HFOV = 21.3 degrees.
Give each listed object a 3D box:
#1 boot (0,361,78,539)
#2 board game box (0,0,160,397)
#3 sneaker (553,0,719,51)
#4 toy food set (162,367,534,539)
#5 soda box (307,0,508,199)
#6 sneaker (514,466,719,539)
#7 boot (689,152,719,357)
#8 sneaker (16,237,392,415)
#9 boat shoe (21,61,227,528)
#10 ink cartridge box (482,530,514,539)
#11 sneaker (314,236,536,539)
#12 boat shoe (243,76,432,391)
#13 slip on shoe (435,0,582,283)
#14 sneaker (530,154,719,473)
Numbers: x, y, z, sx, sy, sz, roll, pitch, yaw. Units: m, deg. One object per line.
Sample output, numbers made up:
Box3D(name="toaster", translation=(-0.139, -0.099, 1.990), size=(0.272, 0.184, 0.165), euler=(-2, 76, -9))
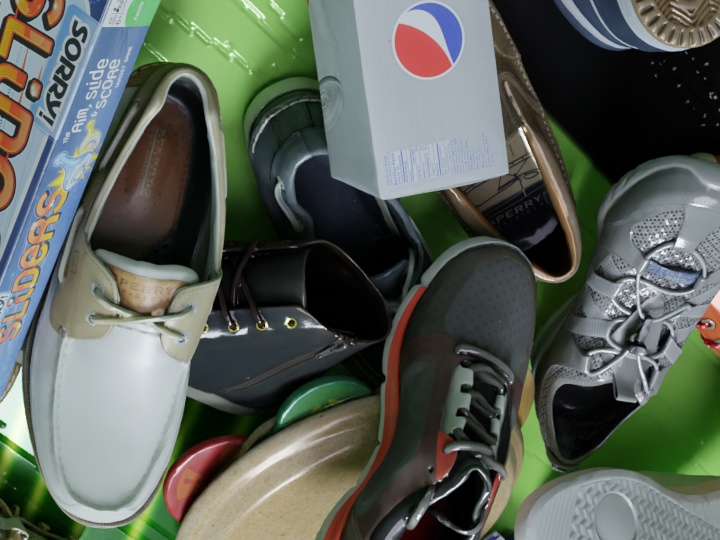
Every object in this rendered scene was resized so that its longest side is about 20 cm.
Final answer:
Box3D(name="boot", translation=(-0.185, 0.121, 0.950), size=(0.154, 0.072, 0.200), euler=(28, 113, -29))
Box3D(name="board game box", translation=(-0.173, -0.062, 0.811), size=(0.034, 0.135, 0.201), euler=(-11, 131, -56))
Box3D(name="sneaker", translation=(0.119, -0.196, 0.870), size=(0.069, 0.108, 0.202), euler=(-6, 91, -11))
Box3D(name="toy food set", translation=(-0.008, 0.115, 0.988), size=(0.196, 0.049, 0.201), euler=(-10, 144, -20))
Box3D(name="soda box", translation=(0.012, -0.137, 0.827), size=(0.063, 0.068, 0.202), euler=(-13, 106, -17))
Box3D(name="sneaker", translation=(0.123, 0.144, 1.020), size=(0.200, 0.118, 0.074), euler=(6, 78, -45))
Box3D(name="boot", translation=(0.203, 0.025, 1.024), size=(0.106, 0.075, 0.202), euler=(0, 114, -11))
Box3D(name="sneaker", translation=(-0.086, 0.005, 0.887), size=(0.199, 0.075, 0.106), euler=(17, 148, -36))
Box3D(name="boat shoe", translation=(-0.099, 0.008, 0.814), size=(0.074, 0.068, 0.202), euler=(8, 81, -16))
Box3D(name="ink cartridge box", translation=(0.087, 0.223, 1.118), size=(0.099, 0.039, 0.200), euler=(-36, 125, 6))
Box3D(name="sneaker", translation=(0.048, 0.079, 0.884), size=(0.077, 0.082, 0.201), euler=(26, 76, -25))
Box3D(name="boat shoe", translation=(0.000, 0.000, 0.942), size=(0.072, 0.062, 0.201), euler=(-27, 124, -2))
Box3D(name="slip on shoe", translation=(0.051, -0.073, 0.916), size=(0.076, 0.061, 0.201), euler=(-29, 124, 1))
Box3D(name="sneaker", translation=(0.140, 0.026, 0.945), size=(0.074, 0.082, 0.201), euler=(13, 138, -6))
